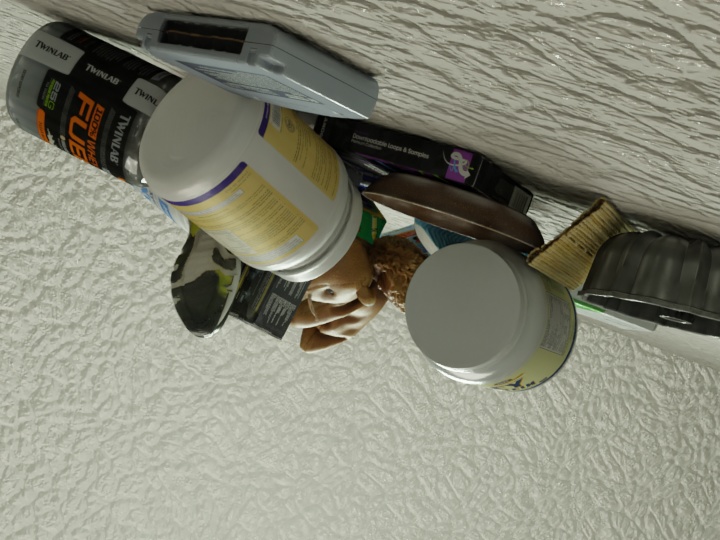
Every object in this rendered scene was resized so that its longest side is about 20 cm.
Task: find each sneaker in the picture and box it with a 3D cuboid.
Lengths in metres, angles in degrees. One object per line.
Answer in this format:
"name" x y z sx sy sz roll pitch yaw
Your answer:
"sneaker" 0.121 -0.023 1.445 0.080 0.078 0.199 1 159 45
"sneaker" -0.149 -0.016 1.320 0.073 0.203 0.085 -5 151 14

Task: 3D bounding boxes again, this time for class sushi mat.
"sushi mat" 0.228 -0.023 1.256 0.012 0.095 0.200 57 -167 20

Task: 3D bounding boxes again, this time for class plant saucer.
"plant saucer" 0.098 -0.059 1.255 0.197 0.033 0.200 20 178 1

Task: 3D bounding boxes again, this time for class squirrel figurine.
"squirrel figurine" 0.000 0.000 1.428 0.196 0.144 0.187 -9 168 -9

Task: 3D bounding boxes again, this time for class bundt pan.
"bundt pan" 0.321 0.013 1.232 0.199 0.077 0.202 15 176 1

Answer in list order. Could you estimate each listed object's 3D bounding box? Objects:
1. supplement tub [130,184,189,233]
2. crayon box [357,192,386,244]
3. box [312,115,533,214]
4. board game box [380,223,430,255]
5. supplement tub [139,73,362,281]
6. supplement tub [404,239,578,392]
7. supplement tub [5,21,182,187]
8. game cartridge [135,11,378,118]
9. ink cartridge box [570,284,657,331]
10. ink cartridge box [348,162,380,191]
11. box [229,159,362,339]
"supplement tub" -0.235 -0.136 1.693 0.131 0.133 0.199 20 -169 -44
"crayon box" -0.052 -0.097 1.611 0.117 0.059 0.200 22 -163 -23
"box" 0.063 -0.107 1.280 0.198 0.037 0.142 21 179 31
"board game box" 0.098 -0.021 1.656 0.197 0.057 0.195 -17 -167 -21
"supplement tub" -0.101 -0.090 1.211 0.144 0.147 0.200 18 164 45
"supplement tub" 0.137 0.049 1.297 0.143 0.147 0.199 19 180 26
"supplement tub" -0.256 -0.166 1.293 0.198 0.124 0.122 26 180 12
"game cartridge" -0.081 -0.166 1.016 0.132 0.042 0.199 15 -178 -43
"ink cartridge box" 0.308 0.017 1.609 0.144 0.085 0.200 20 179 2
"ink cartridge box" 0.041 -0.106 1.509 0.198 0.048 0.197 22 179 -34
"box" -0.097 -0.039 1.374 0.049 0.202 0.160 30 172 -34
